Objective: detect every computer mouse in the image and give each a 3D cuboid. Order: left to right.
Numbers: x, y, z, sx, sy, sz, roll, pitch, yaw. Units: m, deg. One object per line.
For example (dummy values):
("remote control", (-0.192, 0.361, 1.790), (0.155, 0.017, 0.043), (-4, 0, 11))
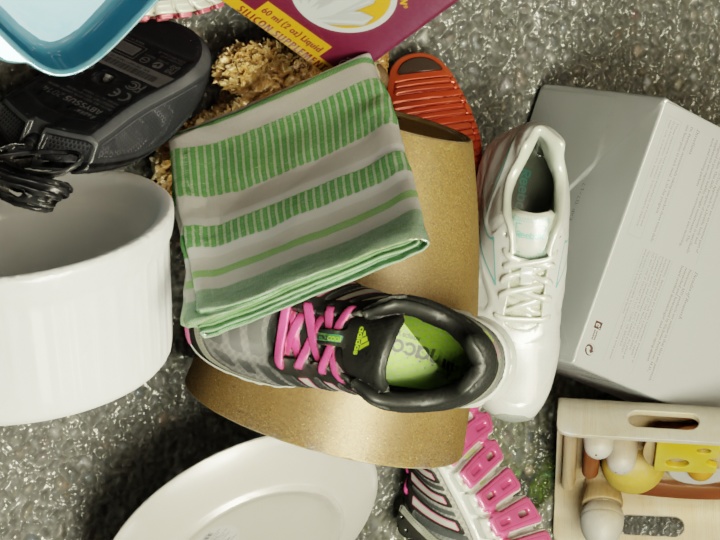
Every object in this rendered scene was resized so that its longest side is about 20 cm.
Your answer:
("computer mouse", (-0.174, -0.092, 1.633), (0.200, 0.138, 0.053), (-34, 139, -37))

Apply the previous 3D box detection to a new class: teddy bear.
("teddy bear", (-0.051, -0.094, 1.726), (0.199, 0.067, 0.146), (-27, 113, -25))

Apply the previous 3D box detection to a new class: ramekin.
("ramekin", (-0.205, 0.015, 1.574), (0.200, 0.200, 0.098), (-17, 113, -29))

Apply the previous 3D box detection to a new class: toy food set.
("toy food set", (0.206, 0.149, 1.837), (0.143, 0.200, 0.061), (3, 64, 4))

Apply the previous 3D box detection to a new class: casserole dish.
("casserole dish", (-0.161, -0.208, 1.564), (0.200, 0.039, 0.121), (-48, 113, -8))

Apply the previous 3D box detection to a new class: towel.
("towel", (-0.044, -0.048, 1.580), (0.152, 0.200, 0.023), (-22, 125, 7))

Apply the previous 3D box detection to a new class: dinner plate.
("dinner plate", (-0.075, 0.179, 1.715), (0.199, 0.024, 0.201), (-20, 142, -16))

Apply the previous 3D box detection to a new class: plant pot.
("plant pot", (0.000, 0.000, 1.686), (0.186, 0.186, 0.201), (7, 102, -33))

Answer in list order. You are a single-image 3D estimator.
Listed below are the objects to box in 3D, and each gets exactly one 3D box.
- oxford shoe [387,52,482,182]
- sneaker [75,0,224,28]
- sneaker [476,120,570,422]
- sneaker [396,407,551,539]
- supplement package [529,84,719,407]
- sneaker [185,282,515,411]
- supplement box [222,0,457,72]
("oxford shoe", (0.044, -0.046, 1.801), (0.071, 0.073, 0.201), (-5, 84, -17))
("sneaker", (-0.159, -0.190, 1.635), (0.199, 0.081, 0.075), (-6, 99, -31))
("sneaker", (0.102, -0.002, 1.728), (0.070, 0.080, 0.201), (4, 80, -7))
("sneaker", (0.054, 0.143, 1.828), (0.074, 0.087, 0.201), (-31, 93, -52))
("supplement package", (0.210, -0.004, 1.857), (0.199, 0.147, 0.192), (23, 85, -33))
("sneaker", (-0.005, 0.041, 1.557), (0.199, 0.087, 0.074), (11, 89, 1))
("supplement box", (0.017, -0.216, 1.615), (0.110, 0.200, 0.086), (33, 44, -27))
